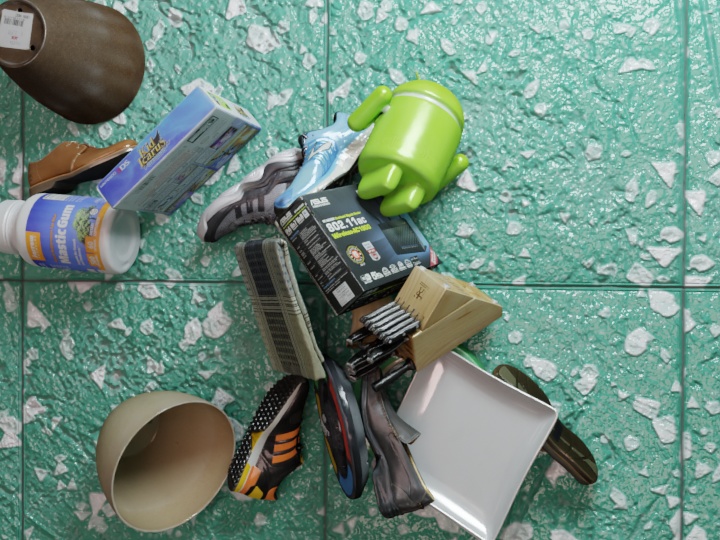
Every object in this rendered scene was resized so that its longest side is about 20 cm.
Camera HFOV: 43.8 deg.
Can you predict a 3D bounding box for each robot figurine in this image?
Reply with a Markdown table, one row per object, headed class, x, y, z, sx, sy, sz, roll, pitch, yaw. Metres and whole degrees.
| class | x | y | z | sx | sy | sz | roll | pitch | yaw |
| --- | --- | --- | --- | --- | --- | --- | --- | --- | --- |
| robot figurine | 0.070 | -0.171 | 1.209 | 0.175 | 0.116 | 0.200 | 35 | 65 | -25 |

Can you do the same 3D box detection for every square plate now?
| class | x | y | z | sx | sy | sz | roll | pitch | yaw |
| --- | --- | --- | --- | --- | --- | --- | --- | --- | --- |
| square plate | 0.137 | 0.226 | 1.194 | 0.198 | 0.028 | 0.200 | 29 | 97 | 25 |

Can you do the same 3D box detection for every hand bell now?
| class | x | y | z | sx | sy | sz | roll | pitch | yaw |
| --- | --- | --- | --- | --- | --- | --- | --- | --- | --- |
| hand bell | 0.000 | 0.000 | 1.272 | 0.104 | 0.104 | 0.200 | -21 | 74 | 12 |

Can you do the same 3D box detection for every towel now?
| class | x | y | z | sx | sy | sz | roll | pitch | yaw |
| --- | --- | --- | --- | --- | --- | --- | --- | --- | --- |
| towel | -0.108 | 0.051 | 1.232 | 0.034 | 0.192 | 0.200 | -19 | 97 | -24 |

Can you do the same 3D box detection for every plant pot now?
| class | x | y | z | sx | sy | sz | roll | pitch | yaw |
| --- | --- | --- | --- | --- | --- | --- | --- | --- | --- |
| plant pot | -0.442 | -0.321 | 1.296 | 0.186 | 0.200 | 0.187 | 0 | 90 | 13 |
| plant pot | -0.301 | 0.254 | 1.292 | 0.134 | 0.200 | 0.201 | 24 | 96 | 41 |

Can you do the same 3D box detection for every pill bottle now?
| class | x | y | z | sx | sy | sz | roll | pitch | yaw |
| --- | --- | --- | --- | --- | --- | --- | --- | --- | --- |
| pill bottle | -0.444 | -0.057 | 1.344 | 0.199 | 0.112 | 0.112 | 5 | 92 | 12 |

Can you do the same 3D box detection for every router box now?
| class | x | y | z | sx | sy | sz | roll | pitch | yaw |
| --- | --- | --- | --- | --- | --- | --- | --- | --- | --- |
| router box | 0.001 | -0.037 | 1.194 | 0.062 | 0.200 | 0.150 | -43 | 76 | 34 |

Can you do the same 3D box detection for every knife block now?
| class | x | y | z | sx | sy | sz | roll | pitch | yaw |
| --- | --- | --- | --- | --- | --- | --- | --- | --- | --- |
| knife block | 0.078 | 0.089 | 1.191 | 0.064 | 0.200 | 0.176 | 41 | 106 | 40 |

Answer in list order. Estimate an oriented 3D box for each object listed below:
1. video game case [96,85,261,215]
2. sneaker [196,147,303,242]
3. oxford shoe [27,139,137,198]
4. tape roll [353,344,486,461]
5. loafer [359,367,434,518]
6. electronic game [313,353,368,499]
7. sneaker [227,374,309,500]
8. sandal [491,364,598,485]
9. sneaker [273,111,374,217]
| class | x | y | z | sx | sy | sz | roll | pitch | yaw |
| --- | --- | --- | --- | --- | --- | --- | --- | --- | --- |
| video game case | -0.252 | -0.163 | 1.265 | 0.200 | 0.181 | 0.045 | -42 | 81 | 9 |
| sneaker | -0.138 | -0.079 | 1.294 | 0.200 | 0.075 | 0.114 | -37 | 80 | 8 |
| oxford shoe | -0.425 | -0.170 | 1.362 | 0.200 | 0.071 | 0.071 | -16 | 82 | 13 |
| tape roll | 0.089 | 0.191 | 1.262 | 0.200 | 0.048 | 0.201 | 0 | 90 | 12 |
| loafer | 0.046 | 0.223 | 1.191 | 0.072 | 0.073 | 0.201 | -13 | 85 | 11 |
| electronic game | -0.031 | 0.211 | 1.218 | 0.042 | 0.200 | 0.201 | -12 | 88 | -13 |
| sneaker | -0.113 | 0.244 | 1.302 | 0.090 | 0.070 | 0.200 | 27 | 98 | -24 |
| sandal | 0.243 | 0.217 | 1.225 | 0.200 | 0.082 | 0.055 | 48 | 121 | 1 |
| sneaker | -0.060 | -0.146 | 1.251 | 0.090 | 0.078 | 0.200 | 35 | 63 | 10 |
